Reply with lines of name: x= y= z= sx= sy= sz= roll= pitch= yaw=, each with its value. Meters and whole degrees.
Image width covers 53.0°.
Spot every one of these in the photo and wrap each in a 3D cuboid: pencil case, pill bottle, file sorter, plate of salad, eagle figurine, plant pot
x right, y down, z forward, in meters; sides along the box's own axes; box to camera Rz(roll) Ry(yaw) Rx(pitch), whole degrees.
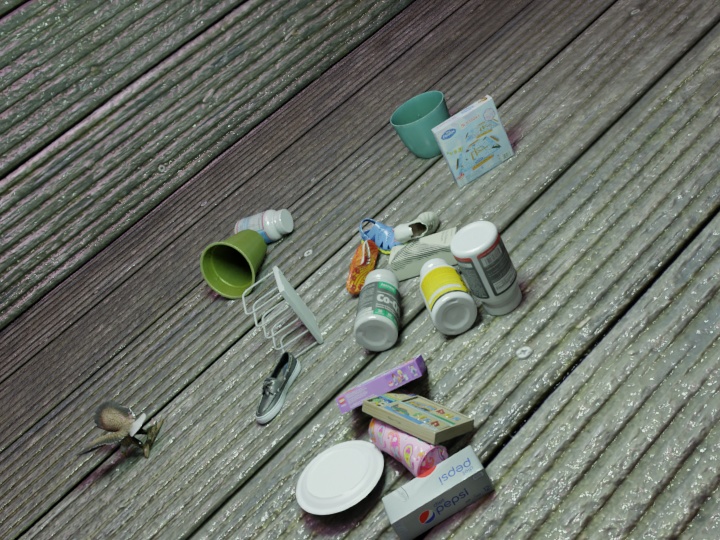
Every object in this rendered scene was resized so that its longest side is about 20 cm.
pencil case: x=0.094 y=0.349 z=1.448 sx=0.087 sy=0.088 sz=0.199 roll=-40 pitch=29 yaw=-15
pill bottle: x=0.203 y=0.055 z=1.742 sx=0.110 sy=0.112 sz=0.201 roll=-28 pitch=31 yaw=6
pill bottle: x=-0.338 y=-0.150 z=2.540 sx=0.196 sy=0.110 sz=0.110 roll=-14 pitch=34 yaw=27
file sorter: x=-0.211 y=0.123 z=1.945 sx=0.123 sy=0.201 sz=0.139 roll=-34 pitch=30 yaw=3
pill bottle: x=0.292 y=-0.002 z=1.652 sx=0.114 sy=0.202 sz=0.117 roll=-22 pitch=32 yaw=15
pill bottle: x=0.046 y=0.096 z=1.827 sx=0.111 sy=0.114 sz=0.202 roll=-19 pitch=34 yaw=21
plate of salad: x=-0.040 y=0.431 z=1.492 sx=0.196 sy=0.049 sz=0.201 roll=-19 pitch=25 yaw=9
eagle figurine: x=-0.653 y=0.441 z=1.946 sx=0.152 sy=0.195 sz=0.155 roll=129 pitch=154 yaw=-87
plant pot: x=-0.399 y=-0.041 z=2.394 sx=0.196 sy=0.203 sz=0.191 roll=-14 pitch=21 yaw=27
plant pot: x=0.222 y=-0.482 z=2.445 sx=0.197 sy=0.162 sz=0.202 roll=-23 pitch=32 yaw=15

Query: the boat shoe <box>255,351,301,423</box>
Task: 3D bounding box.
boat shoe: x=-0.218 y=0.291 z=1.836 sx=0.069 sy=0.067 sz=0.201 roll=-3 pitch=41 yaw=40

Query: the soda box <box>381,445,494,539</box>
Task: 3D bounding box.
soda box: x=0.142 y=0.412 z=1.333 sx=0.197 sy=0.064 sz=0.069 roll=-31 pitch=30 yaw=2

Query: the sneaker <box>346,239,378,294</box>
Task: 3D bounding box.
sneaker: x=0.000 y=0.000 z=2.072 sx=0.077 sy=0.073 sz=0.202 roll=-39 pitch=19 yaw=43

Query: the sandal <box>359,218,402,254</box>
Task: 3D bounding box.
sandal: x=0.061 y=-0.105 z=2.131 sx=0.197 sy=0.088 sz=0.080 roll=8 pitch=46 yaw=45

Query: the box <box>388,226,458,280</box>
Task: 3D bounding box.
box: x=0.179 y=-0.043 z=1.948 sx=0.196 sy=0.069 sz=0.083 roll=-18 pitch=31 yaw=24

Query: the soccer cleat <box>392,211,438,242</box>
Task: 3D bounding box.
soccer cleat: x=0.171 y=-0.119 z=2.019 sx=0.077 sy=0.071 sz=0.198 roll=-9 pitch=10 yaw=43

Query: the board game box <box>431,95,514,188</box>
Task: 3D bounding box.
board game box: x=0.338 y=-0.384 z=2.160 sx=0.197 sy=0.202 sz=0.041 roll=-30 pitch=29 yaw=1

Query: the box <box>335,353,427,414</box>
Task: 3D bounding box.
box: x=0.049 y=0.251 z=1.607 sx=0.197 sy=0.040 sz=0.137 roll=-27 pitch=-6 yaw=9

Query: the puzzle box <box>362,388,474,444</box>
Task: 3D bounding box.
puzzle box: x=0.116 y=0.293 z=1.468 sx=0.197 sy=0.026 sz=0.131 roll=16 pitch=13 yaw=42
